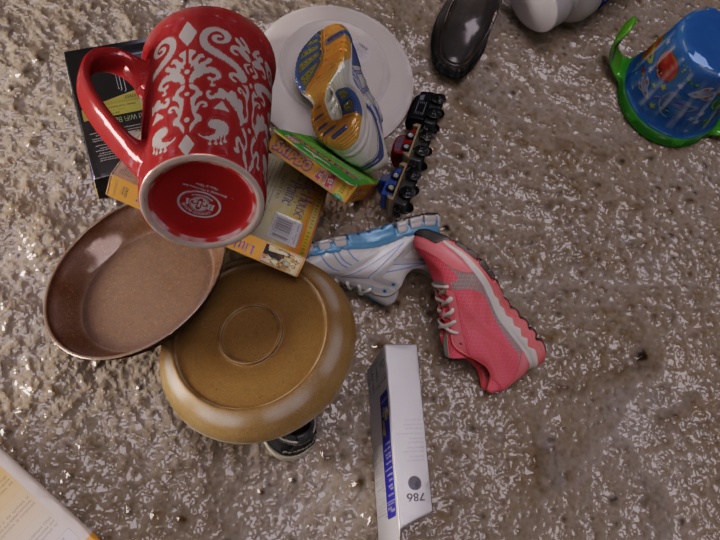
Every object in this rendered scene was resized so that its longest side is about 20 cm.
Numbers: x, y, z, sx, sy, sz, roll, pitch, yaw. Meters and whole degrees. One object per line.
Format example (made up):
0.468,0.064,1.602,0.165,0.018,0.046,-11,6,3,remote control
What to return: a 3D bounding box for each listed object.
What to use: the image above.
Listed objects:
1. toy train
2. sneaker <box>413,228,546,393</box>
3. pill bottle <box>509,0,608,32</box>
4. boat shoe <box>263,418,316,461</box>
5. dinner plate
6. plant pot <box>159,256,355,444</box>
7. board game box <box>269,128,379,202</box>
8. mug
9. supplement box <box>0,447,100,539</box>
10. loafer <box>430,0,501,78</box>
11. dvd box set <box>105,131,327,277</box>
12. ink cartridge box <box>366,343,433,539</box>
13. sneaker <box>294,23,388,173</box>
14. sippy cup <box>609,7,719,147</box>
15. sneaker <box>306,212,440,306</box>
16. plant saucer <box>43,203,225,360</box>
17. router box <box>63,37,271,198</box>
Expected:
0.057,-0.136,1.003,0.045,0.034,0.202,13,51,8,toy train
0.110,0.047,0.921,0.087,0.074,0.201,-42,104,-9,sneaker
0.282,-0.385,1.118,0.199,0.112,0.112,-38,79,-20,pill bottle
-0.109,0.095,0.890,0.071,0.068,0.201,-33,75,-16,boat shoe
-0.032,-0.236,1.054,0.197,0.024,0.203,4,68,-10,dinner plate
-0.103,0.065,0.852,0.197,0.028,0.203,-6,59,9,plant pot
-0.034,-0.108,0.919,0.095,0.200,0.030,35,97,4,board game box
-0.161,-0.125,0.810,0.175,0.134,0.202,-9,48,1,mug
-0.343,0.229,0.792,0.199,0.074,0.126,40,68,6,supplement box
0.139,-0.329,1.092,0.072,0.072,0.202,20,68,-3,loafer
-0.134,-0.083,0.887,0.198,0.030,0.147,23,38,-8,dvd box set
0.037,0.182,0.864,0.039,0.100,0.203,1,70,-11,ink cartridge box
-0.019,-0.190,0.996,0.075,0.088,0.202,-26,50,22,sneaker
0.400,-0.240,1.073,0.175,0.131,0.142,-2,70,-11,sippy cup
0.000,0.000,0.946,0.197,0.075,0.088,-14,92,-7,sneaker
-0.219,0.010,0.882,0.197,0.037,0.202,-11,51,13,plant saucer
-0.212,-0.180,0.983,0.197,0.052,0.159,-14,73,-15,router box
